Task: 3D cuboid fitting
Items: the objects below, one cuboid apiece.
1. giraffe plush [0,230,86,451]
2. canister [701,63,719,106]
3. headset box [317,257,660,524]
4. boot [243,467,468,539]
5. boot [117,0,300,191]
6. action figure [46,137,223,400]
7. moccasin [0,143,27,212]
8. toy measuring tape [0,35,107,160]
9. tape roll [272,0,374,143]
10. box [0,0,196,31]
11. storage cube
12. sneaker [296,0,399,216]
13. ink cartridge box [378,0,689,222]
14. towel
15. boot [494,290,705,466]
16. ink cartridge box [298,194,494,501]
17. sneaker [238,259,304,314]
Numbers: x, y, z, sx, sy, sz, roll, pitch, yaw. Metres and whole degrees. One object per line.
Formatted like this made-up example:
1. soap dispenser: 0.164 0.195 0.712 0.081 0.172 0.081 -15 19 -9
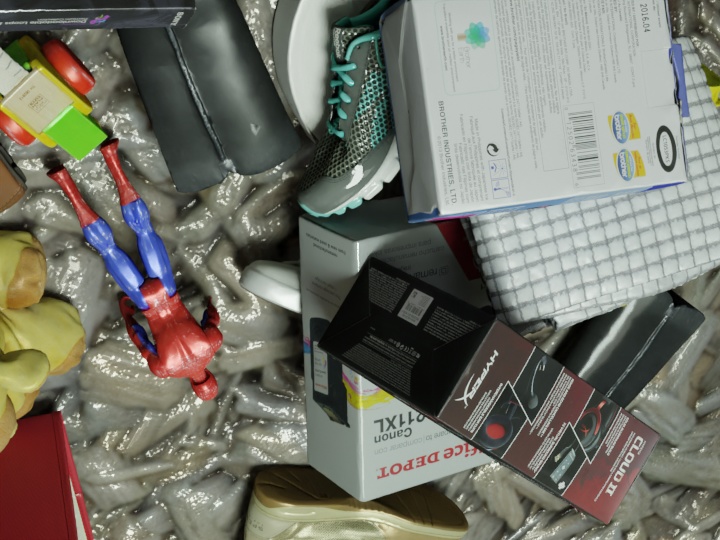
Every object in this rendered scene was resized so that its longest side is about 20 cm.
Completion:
1. giraffe plush: -0.272 0.061 0.999 0.172 0.162 0.200 -40 128 2
2. canister: 0.180 -0.075 1.177 0.148 0.087 0.200 4 118 -26
3. headset box: 0.092 0.084 1.006 0.200 0.149 0.075 34 86 -36
4. boot: -0.018 0.252 1.289 0.200 0.073 0.156 8 114 -27
5. boot: -0.079 -0.156 0.989 0.164 0.066 0.200 -8 123 15
6. action figure: -0.155 0.002 1.090 0.065 0.099 0.200 -27 104 -4
7. moccasin: -0.291 -0.106 0.953 0.078 0.074 0.202 -36 137 -11
8. toy measuring tape: -0.224 -0.131 0.948 0.074 0.074 0.200 -41 149 3
9. tape roll: 0.035 -0.169 1.083 0.202 0.037 0.203 -12 124 -18
10. box: -0.179 -0.238 0.871 0.143 0.036 0.201 -6 82 -22
11. storage cube: -0.281 0.235 1.085 0.179 0.200 0.171 -13 124 -10
12. sneaker: 0.006 -0.132 1.030 0.091 0.078 0.200 33 93 -31
13. ink cartridge box: 0.123 -0.110 0.942 0.199 0.076 0.137 -8 93 -13
14. towel: 0.156 -0.057 1.034 0.200 0.086 0.166 -19 93 -14
15. boot: 0.181 0.080 1.281 0.165 0.066 0.200 26 109 -43
16. ink cartridge box: 0.038 0.051 1.103 0.145 0.083 0.201 -13 112 -30
17. sneaker: 0.000 0.000 1.158 0.200 0.073 0.085 11 98 -33
